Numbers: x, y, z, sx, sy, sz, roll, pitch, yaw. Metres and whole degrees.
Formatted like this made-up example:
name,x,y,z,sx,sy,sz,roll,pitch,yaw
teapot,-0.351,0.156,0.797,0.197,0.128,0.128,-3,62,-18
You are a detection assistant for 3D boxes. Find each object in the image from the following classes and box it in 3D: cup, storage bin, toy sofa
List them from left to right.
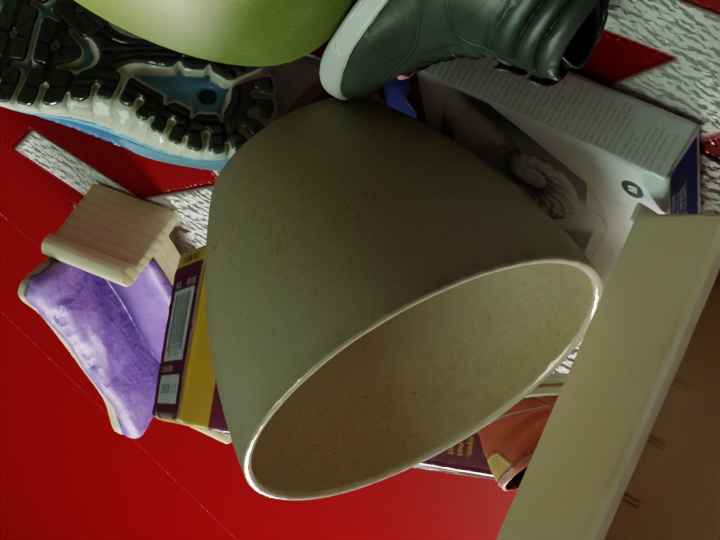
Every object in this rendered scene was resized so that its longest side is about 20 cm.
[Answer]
name,x,y,z,sx,sy,sz,roll,pitch,yaw
toy sofa,-0.148,0.043,1.752,0.082,0.098,0.200,20,152,35
cup,0.000,0.000,1.253,0.144,0.199,0.201,59,167,24
storage bin,0.186,0.099,1.184,0.198,0.201,0.094,29,168,-25

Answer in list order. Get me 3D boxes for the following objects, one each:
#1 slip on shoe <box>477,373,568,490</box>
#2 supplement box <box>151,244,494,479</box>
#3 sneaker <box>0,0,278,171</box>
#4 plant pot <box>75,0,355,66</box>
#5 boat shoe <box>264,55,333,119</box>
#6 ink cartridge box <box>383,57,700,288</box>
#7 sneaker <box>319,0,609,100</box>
name,x,y,z,sx,sy,sz,roll,pitch,yaw
slip on shoe,0.160,0.089,1.347,0.198,0.062,0.074,-2,158,-1
supplement box,-0.009,0.053,1.428,0.198,0.104,0.131,10,175,-9
sneaker,-0.138,-0.094,1.315,0.199,0.079,0.090,24,164,9
plant pot,-0.064,-0.172,1.123,0.186,0.188,0.200,29,171,17
boat shoe,-0.029,-0.070,1.400,0.069,0.071,0.200,42,164,21
ink cartridge box,0.084,-0.046,1.306,0.199,0.041,0.200,27,156,23
sneaker,0.051,-0.110,1.163,0.099,0.071,0.200,39,147,-1
